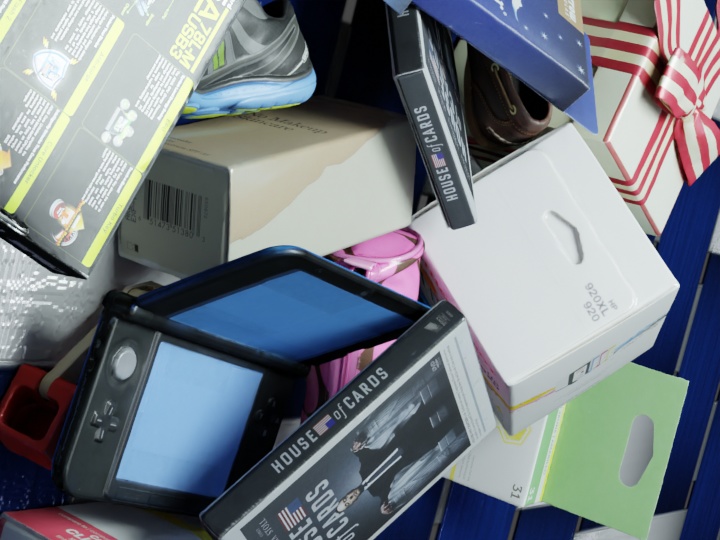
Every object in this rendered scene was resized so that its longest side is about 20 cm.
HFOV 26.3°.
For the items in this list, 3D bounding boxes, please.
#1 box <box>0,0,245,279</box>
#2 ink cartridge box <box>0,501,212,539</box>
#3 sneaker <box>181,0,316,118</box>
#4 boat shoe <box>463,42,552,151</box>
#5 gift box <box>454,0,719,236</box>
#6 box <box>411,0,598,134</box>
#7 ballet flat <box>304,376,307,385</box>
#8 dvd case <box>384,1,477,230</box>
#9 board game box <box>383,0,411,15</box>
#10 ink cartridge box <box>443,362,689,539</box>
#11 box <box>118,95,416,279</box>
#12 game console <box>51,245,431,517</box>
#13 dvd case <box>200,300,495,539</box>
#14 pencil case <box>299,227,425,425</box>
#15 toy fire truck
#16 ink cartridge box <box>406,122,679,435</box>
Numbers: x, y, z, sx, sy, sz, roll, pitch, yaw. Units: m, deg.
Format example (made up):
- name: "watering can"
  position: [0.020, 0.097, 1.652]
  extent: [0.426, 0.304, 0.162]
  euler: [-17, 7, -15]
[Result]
- name: "box"
  position: [-0.168, -0.130, 0.773]
  extent: [0.193, 0.047, 0.201]
  euler: [38, 72, -37]
- name: "ink cartridge box"
  position: [-0.150, 0.229, 0.993]
  extent: [0.199, 0.083, 0.147]
  euler: [4, 102, -57]
- name: "sneaker"
  position: [-0.104, -0.133, 0.918]
  extent: [0.199, 0.070, 0.084]
  euler: [-12, 93, -52]
- name: "boat shoe"
  position: [0.107, -0.192, 1.128]
  extent: [0.070, 0.070, 0.202]
  euler: [-7, 83, -23]
- name: "gift box"
  position: [0.193, -0.162, 1.232]
  extent: [0.184, 0.185, 0.202]
  euler: [37, 75, -57]
- name: "box"
  position: [0.093, -0.184, 1.028]
  extent: [0.199, 0.032, 0.122]
  euler: [32, 38, -25]
- name: "ballet flat"
  position: [0.000, 0.000, 1.138]
  extent: [0.070, 0.070, 0.202]
  euler: [-14, 118, -53]
- name: "dvd case"
  position: [0.043, -0.150, 1.057]
  extent: [0.151, 0.024, 0.201]
  euler: [65, 15, -48]
- name: "board game box"
  position: [0.040, -0.272, 0.931]
  extent: [0.200, 0.135, 0.035]
  euler: [-50, 148, 7]
- name: "ink cartridge box"
  position: [0.163, 0.132, 1.314]
  extent: [0.048, 0.199, 0.147]
  euler: [2, 104, -59]
- name: "box"
  position: [-0.055, -0.055, 0.993]
  extent: [0.199, 0.094, 0.079]
  euler: [-22, 122, -53]
- name: "game console"
  position: [-0.063, 0.075, 0.928]
  extent: [0.200, 0.117, 0.172]
  euler: [25, 82, -57]
- name: "dvd case"
  position: [-0.001, 0.125, 0.980]
  extent: [0.200, 0.025, 0.151]
  euler: [-41, 149, -13]
- name: "pencil case"
  position: [-0.005, 0.070, 1.077]
  extent: [0.094, 0.090, 0.202]
  euler: [-92, -175, -72]
- name: "toy fire truck"
  position: [-0.130, 0.056, 0.971]
  extent: [0.201, 0.048, 0.141]
  euler: [-58, 145, -22]
- name: "ink cartridge box"
  position: [0.133, 0.013, 1.164]
  extent: [0.144, 0.148, 0.200]
  euler: [-31, 164, -4]
